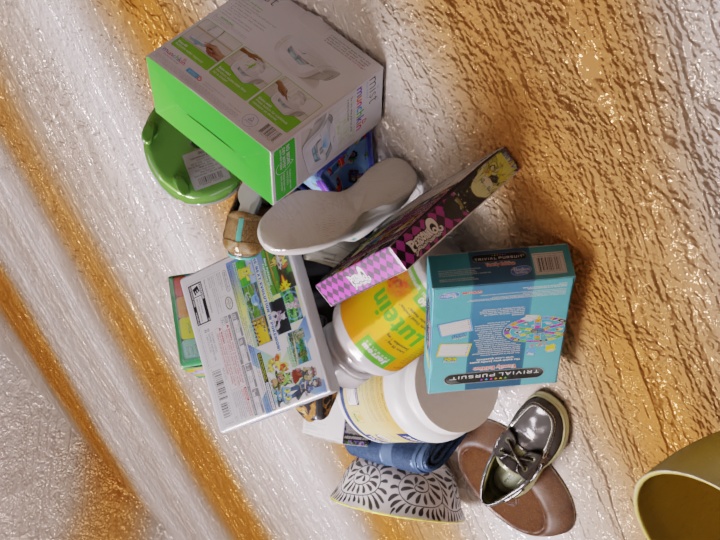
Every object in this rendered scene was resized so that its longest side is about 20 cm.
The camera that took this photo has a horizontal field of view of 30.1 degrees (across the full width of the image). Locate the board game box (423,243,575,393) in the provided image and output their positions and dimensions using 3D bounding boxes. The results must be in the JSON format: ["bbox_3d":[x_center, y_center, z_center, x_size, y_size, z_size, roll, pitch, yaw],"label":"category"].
[{"bbox_3d":[0.147,0.056,1.464,0.201,0.150,0.047,89,176,-52],"label":"board game box"}]

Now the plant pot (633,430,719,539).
[{"bbox_3d":[0.389,0.229,1.306,0.200,0.142,0.201,37,150,25],"label":"plant pot"}]

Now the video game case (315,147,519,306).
[{"bbox_3d":[0.057,-0.044,1.429,0.036,0.181,0.200,52,153,-5],"label":"video game case"}]

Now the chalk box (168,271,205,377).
[{"bbox_3d":[-0.179,0.065,1.753,0.200,0.123,0.125,78,-176,-80],"label":"chalk box"}]

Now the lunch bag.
[{"bbox_3d":[-0.052,-0.125,1.628,0.150,0.094,0.200,33,162,28],"label":"lunch bag"}]

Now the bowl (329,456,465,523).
[{"bbox_3d":[0.060,0.299,1.939,0.199,0.095,0.201,9,177,1],"label":"bowl"}]

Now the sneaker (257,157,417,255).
[{"bbox_3d":[-0.026,-0.055,1.526,0.075,0.199,0.089,60,159,20],"label":"sneaker"}]

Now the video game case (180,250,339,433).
[{"bbox_3d":[-0.124,0.075,1.608,0.182,0.022,0.201,-23,77,33],"label":"video game case"}]

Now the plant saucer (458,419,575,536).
[{"bbox_3d":[0.201,0.288,1.808,0.200,0.034,0.201,37,150,25],"label":"plant saucer"}]

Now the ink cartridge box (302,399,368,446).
[{"bbox_3d":[-0.023,0.140,1.881,0.109,0.050,0.201,3,85,56],"label":"ink cartridge box"}]

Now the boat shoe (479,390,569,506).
[{"bbox_3d":[0.200,0.231,1.664,0.072,0.066,0.201,39,140,17],"label":"boat shoe"}]

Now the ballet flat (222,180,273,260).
[{"bbox_3d":[-0.126,-0.086,1.597,0.067,0.200,0.073,7,118,6],"label":"ballet flat"}]

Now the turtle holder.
[{"bbox_3d":[-0.229,-0.169,1.770,0.185,0.141,0.132,39,171,2],"label":"turtle holder"}]

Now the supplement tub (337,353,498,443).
[{"bbox_3d":[0.072,0.146,1.698,0.145,0.144,0.200,55,154,-11],"label":"supplement tub"}]

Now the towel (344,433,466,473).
[{"bbox_3d":[0.065,0.225,1.849,0.049,0.112,0.200,49,156,-25],"label":"towel"}]

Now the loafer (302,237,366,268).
[{"bbox_3d":[0.000,0.000,1.639,0.070,0.070,0.200,12,163,49],"label":"loafer"}]

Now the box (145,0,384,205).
[{"bbox_3d":[-0.104,-0.203,1.480,0.200,0.176,0.097,37,151,23],"label":"box"}]

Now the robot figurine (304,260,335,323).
[{"bbox_3d":[-0.063,0.025,1.762,0.124,0.150,0.201,27,150,25],"label":"robot figurine"}]

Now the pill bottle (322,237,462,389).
[{"bbox_3d":[0.038,0.054,1.568,0.200,0.111,0.111,-39,91,30],"label":"pill bottle"}]

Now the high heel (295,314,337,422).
[{"bbox_3d":[-0.062,0.170,1.677,0.201,0.071,0.143,96,174,-48],"label":"high heel"}]
